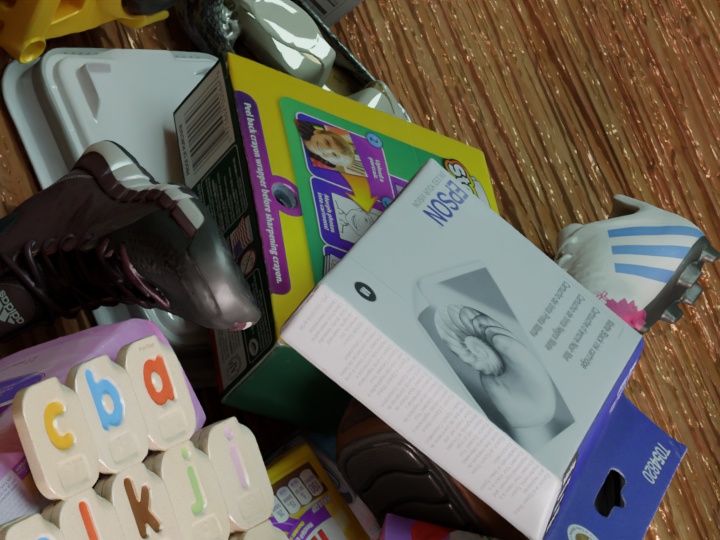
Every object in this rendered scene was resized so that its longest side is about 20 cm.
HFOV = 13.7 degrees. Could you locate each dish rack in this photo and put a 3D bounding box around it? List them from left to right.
[{"bbox_3d":[-0.089,-0.037,1.579,0.171,0.044,0.200,-3,62,-49],"label":"dish rack"}]

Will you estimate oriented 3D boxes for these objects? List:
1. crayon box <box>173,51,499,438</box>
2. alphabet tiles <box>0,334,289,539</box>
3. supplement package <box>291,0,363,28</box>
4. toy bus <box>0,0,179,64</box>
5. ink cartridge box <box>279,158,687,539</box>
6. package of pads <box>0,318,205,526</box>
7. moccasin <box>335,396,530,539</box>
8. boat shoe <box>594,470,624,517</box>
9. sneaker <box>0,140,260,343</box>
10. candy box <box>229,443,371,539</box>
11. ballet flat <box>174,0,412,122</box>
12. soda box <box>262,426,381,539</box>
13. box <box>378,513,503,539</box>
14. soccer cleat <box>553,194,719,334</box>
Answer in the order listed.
[{"bbox_3d":[0.000,0.000,1.537,0.172,0.058,0.200,20,40,-32],"label":"crayon box"},{"bbox_3d":[-0.087,0.132,1.278,0.200,0.015,0.196,-24,96,-59],"label":"alphabet tiles"},{"bbox_3d":[-0.036,-0.246,1.760,0.156,0.111,0.200,45,35,-12],"label":"supplement package"},{"bbox_3d":[-0.159,-0.207,1.512,0.136,0.200,0.192,41,39,15],"label":"toy bus"},{"bbox_3d":[0.074,0.049,1.441,0.200,0.041,0.200,41,26,-1],"label":"ink cartridge box"},{"bbox_3d":[-0.163,0.103,1.306,0.076,0.120,0.200,58,34,-13],"label":"package of pads"},{"bbox_3d":[0.050,0.130,1.468,0.201,0.074,0.078,53,30,-26],"label":"moccasin"},{"bbox_3d":[0.111,0.102,1.631,0.074,0.066,0.200,4,66,-10],"label":"boat shoe"},{"bbox_3d":[-0.127,0.009,1.407,0.076,0.115,0.200,63,-13,-22],"label":"sneaker"},{"bbox_3d":[-0.051,0.159,1.366,0.102,0.026,0.200,58,34,-2],"label":"candy box"},{"bbox_3d":[-0.022,-0.099,1.678,0.200,0.072,0.072,45,36,-13],"label":"ballet flat"},{"bbox_3d":[0.008,0.091,1.560,0.068,0.064,0.200,52,34,0],"label":"soda box"},{"bbox_3d":[0.068,0.190,1.335,0.137,0.039,0.200,13,28,-3],"label":"box"},{"bbox_3d":[0.137,0.018,1.780,0.086,0.070,0.200,32,37,15],"label":"soccer cleat"}]
